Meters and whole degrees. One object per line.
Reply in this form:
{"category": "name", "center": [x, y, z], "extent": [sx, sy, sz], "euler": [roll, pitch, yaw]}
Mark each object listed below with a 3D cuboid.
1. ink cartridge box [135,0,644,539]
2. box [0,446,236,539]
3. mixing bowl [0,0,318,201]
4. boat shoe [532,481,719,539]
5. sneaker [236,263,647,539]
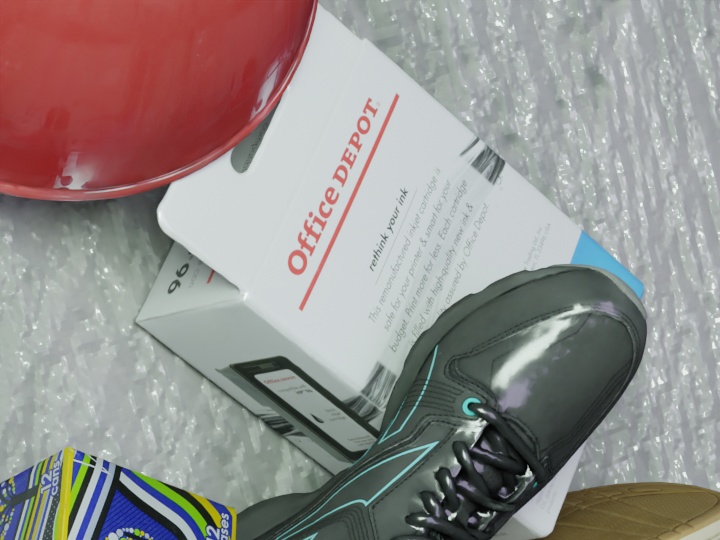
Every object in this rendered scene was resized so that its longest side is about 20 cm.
{"category": "ink cartridge box", "center": [0.000, 0.000, 1.034], "extent": [0.200, 0.068, 0.116], "euler": [40, 58, -28]}
{"category": "box", "center": [-0.083, 0.157, 0.794], "extent": [0.064, 0.070, 0.200], "euler": [23, 55, -35]}
{"category": "mixing bowl", "center": [-0.090, -0.135, 0.917], "extent": [0.200, 0.108, 0.201], "euler": [8, 67, -19]}
{"category": "boat shoe", "center": [0.069, 0.136, 1.071], "extent": [0.200, 0.074, 0.069], "euler": [-21, 112, -40]}
{"category": "sneaker", "center": [0.025, 0.082, 0.967], "extent": [0.200, 0.079, 0.075], "euler": [-44, 117, 6]}
